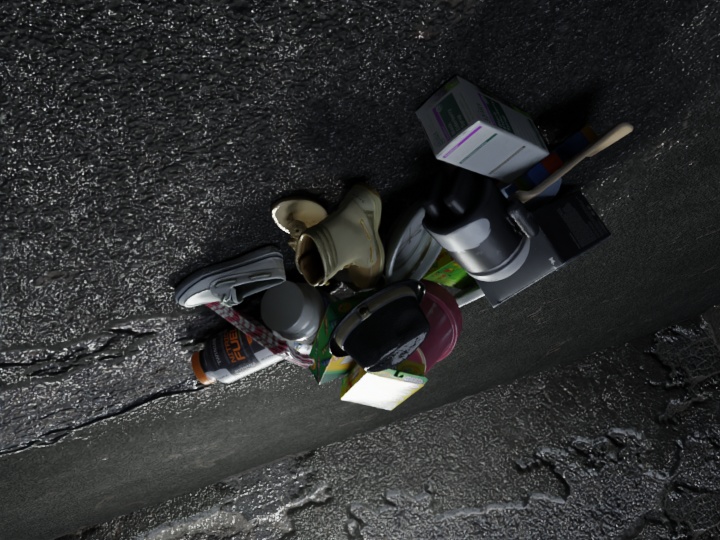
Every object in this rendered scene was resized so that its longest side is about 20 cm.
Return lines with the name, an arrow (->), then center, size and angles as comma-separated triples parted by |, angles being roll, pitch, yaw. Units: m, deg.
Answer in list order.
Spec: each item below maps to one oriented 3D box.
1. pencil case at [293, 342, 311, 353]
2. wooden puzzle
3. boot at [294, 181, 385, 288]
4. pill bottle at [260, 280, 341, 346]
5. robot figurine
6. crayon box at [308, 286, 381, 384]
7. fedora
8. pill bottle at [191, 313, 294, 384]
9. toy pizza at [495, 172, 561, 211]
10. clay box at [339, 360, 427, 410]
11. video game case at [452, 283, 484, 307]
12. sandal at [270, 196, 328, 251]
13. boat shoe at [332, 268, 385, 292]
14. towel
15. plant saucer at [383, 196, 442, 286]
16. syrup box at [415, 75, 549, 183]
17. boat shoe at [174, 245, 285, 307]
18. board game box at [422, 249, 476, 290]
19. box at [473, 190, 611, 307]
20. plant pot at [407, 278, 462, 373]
pencil case -> -0.089, 0.143, 1.414 | 0.199, 0.084, 0.091 | -1, 171, -41
wooden puzzle -> 0.308, -0.167, 1.011 | 0.200, 0.046, 0.185 | -34, 177, -3
boot -> -0.030, -0.018, 0.983 | 0.155, 0.073, 0.200 | -45, 150, -36
pill bottle -> -0.103, 0.087, 1.240 | 0.114, 0.114, 0.200 | -27, 157, 15
robot figurine -> 0.179, -0.072, 0.978 | 0.125, 0.150, 0.200 | -44, 123, 5
crayon box -> -0.021, 0.126, 1.206 | 0.118, 0.058, 0.200 | -17, 148, -32
fedora -> 0.047, 0.108, 1.086 | 0.200, 0.092, 0.201 | -28, 153, -16
pill bottle -> -0.245, 0.164, 1.300 | 0.199, 0.107, 0.106 | -25, 157, 9
toy pizza -> 0.277, -0.132, 1.182 | 0.199, 0.032, 0.200 | -19, 157, -8
clay box -> 0.044, 0.211, 1.221 | 0.114, 0.048, 0.200 | 15, 148, -13
video game case -> 0.277, 0.035, 1.449 | 0.182, 0.024, 0.200 | -29, 178, -37
sandal -> -0.073, -0.046, 1.022 | 0.077, 0.070, 0.212 | -24, 157, 7
boat shoe -> 0.000, 0.000, 1.147 | 0.075, 0.069, 0.200 | -32, 166, 28
towel -> -0.184, 0.108, 1.158 | 0.030, 0.200, 0.146 | -56, 157, -6
plant saucer -> 0.091, -0.058, 1.101 | 0.200, 0.050, 0.200 | -44, 153, -30
syrup box -> 0.176, -0.192, 0.894 | 0.081, 0.079, 0.200 | -37, 152, 33
boat shoe -> -0.219, 0.025, 1.061 | 0.199, 0.067, 0.074 | -25, 157, 11
board game box -> 0.214, -0.012, 1.374 | 0.101, 0.048, 0.200 | -33, 155, 26
box -> 0.350, -0.044, 1.259 | 0.200, 0.118, 0.197 | -24, 168, -41
plant pot -> 0.101, 0.141, 1.343 | 0.200, 0.200, 0.179 | -36, -170, 33
